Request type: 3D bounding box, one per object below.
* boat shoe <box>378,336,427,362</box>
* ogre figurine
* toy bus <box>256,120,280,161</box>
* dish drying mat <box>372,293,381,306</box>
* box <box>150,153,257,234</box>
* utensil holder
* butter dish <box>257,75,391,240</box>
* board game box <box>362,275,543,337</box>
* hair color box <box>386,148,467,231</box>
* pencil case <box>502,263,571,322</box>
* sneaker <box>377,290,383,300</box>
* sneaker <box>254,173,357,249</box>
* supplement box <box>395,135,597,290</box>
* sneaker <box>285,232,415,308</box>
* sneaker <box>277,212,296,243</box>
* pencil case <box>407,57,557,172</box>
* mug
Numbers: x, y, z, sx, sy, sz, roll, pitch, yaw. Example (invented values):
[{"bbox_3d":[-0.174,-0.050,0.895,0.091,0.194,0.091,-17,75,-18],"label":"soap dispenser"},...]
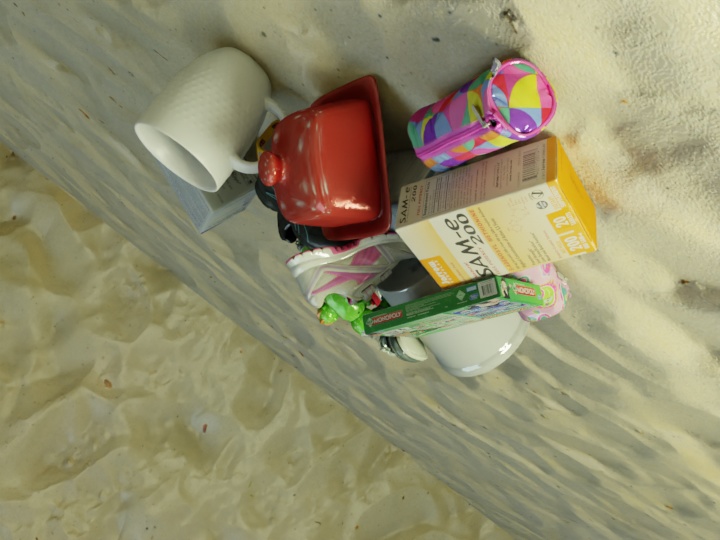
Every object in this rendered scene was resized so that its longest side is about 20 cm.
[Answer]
[{"bbox_3d":[0.063,0.117,1.293,0.073,0.062,0.200,57,-172,0],"label":"boat shoe"},{"bbox_3d":[-0.024,0.026,1.249,0.120,0.097,0.201,-79,-34,-65],"label":"ogre figurine"},{"bbox_3d":[-0.123,-0.180,1.337,0.078,0.065,0.200,35,164,6],"label":"toy bus"},{"bbox_3d":[-0.019,-0.003,1.465,0.077,0.018,0.200,46,175,42],"label":"dish drying mat"},{"bbox_3d":[-0.281,-0.183,1.475,0.185,0.105,0.200,59,161,-2],"label":"box"},{"bbox_3d":[0.135,0.034,1.246,0.200,0.170,0.169,48,159,-29],"label":"utensil holder"},{"bbox_3d":[-0.062,-0.135,1.066,0.199,0.147,0.201,-2,95,60],"label":"butter dish"},{"bbox_3d":[0.120,0.051,1.072,0.199,0.029,0.134,-18,165,32],"label":"board game box"},{"bbox_3d":[0.054,-0.109,1.126,0.061,0.099,0.199,41,163,-25],"label":"hair color box"},{"bbox_3d":[0.218,-0.012,1.110,0.087,0.088,0.200,18,157,44],"label":"pencil case"},{"bbox_3d":[0.075,0.057,1.588,0.072,0.073,0.200,18,158,39],"label":"sneaker"},{"bbox_3d":[-0.083,-0.098,1.221,0.199,0.075,0.080,36,144,19],"label":"sneaker"},{"bbox_3d":[0.157,-0.060,0.953,0.199,0.074,0.126,-16,135,30],"label":"supplement box"},{"bbox_3d":[0.000,0.000,1.151,0.081,0.198,0.089,180,76,-85],"label":"sneaker"},{"bbox_3d":[-0.052,-0.095,1.302,0.199,0.092,0.076,-16,156,36],"label":"sneaker"},{"bbox_3d":[0.123,-0.162,0.881,0.088,0.089,0.200,39,164,-13],"label":"pencil case"},{"bbox_3d":[-0.193,-0.215,1.183,0.199,0.176,0.148,30,163,14],"label":"mug"}]
